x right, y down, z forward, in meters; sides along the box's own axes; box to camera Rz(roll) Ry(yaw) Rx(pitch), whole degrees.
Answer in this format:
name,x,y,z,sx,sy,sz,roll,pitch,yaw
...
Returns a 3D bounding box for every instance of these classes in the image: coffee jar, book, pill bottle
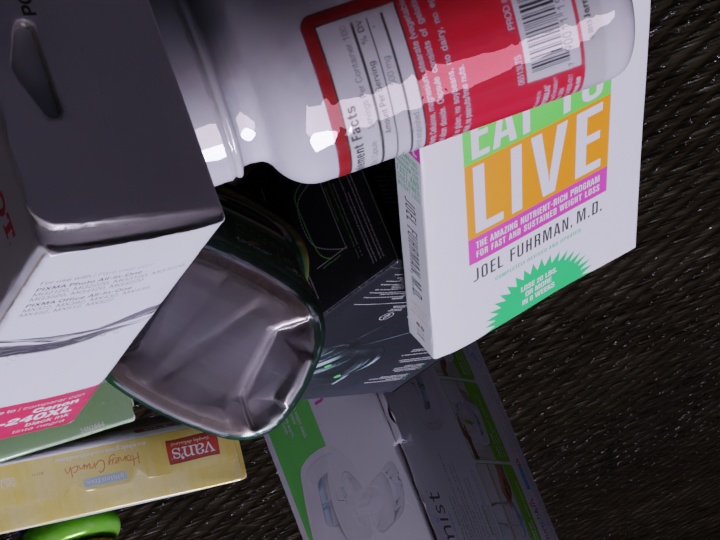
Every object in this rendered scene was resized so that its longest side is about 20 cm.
name,x,y,z,sx,sy,sz,roll,pitch,yaw
coffee jar,-0.075,0.011,1.031,0.085,0.104,0.200,-62,-172,9
book,0.077,-0.057,1.059,0.134,0.048,0.200,-30,143,-19
pill bottle,0.006,-0.104,0.902,0.200,0.112,0.112,-19,161,-6

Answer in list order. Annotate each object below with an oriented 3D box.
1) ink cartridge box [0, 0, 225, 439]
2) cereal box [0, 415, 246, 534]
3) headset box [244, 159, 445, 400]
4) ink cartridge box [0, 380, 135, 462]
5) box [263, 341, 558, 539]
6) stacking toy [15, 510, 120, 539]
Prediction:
name,x,y,z,sx,sy,sz,roll,pitch,yaw
ink cartridge box,-0.145,-0.032,0.881,0.083,0.145,0.200,-9,158,-31
cereal box,-0.143,0.109,1.174,0.144,0.040,0.200,-12,179,-9
headset box,0.000,0.000,1.214,0.174,0.093,0.200,-3,154,-46
ink cartridge box,-0.214,0.083,1.082,0.145,0.048,0.200,-17,-178,-25
box,0.027,0.119,1.408,0.097,0.200,0.176,-31,160,26
stacking toy,-0.177,0.169,1.317,0.085,0.200,0.085,-20,162,-7
